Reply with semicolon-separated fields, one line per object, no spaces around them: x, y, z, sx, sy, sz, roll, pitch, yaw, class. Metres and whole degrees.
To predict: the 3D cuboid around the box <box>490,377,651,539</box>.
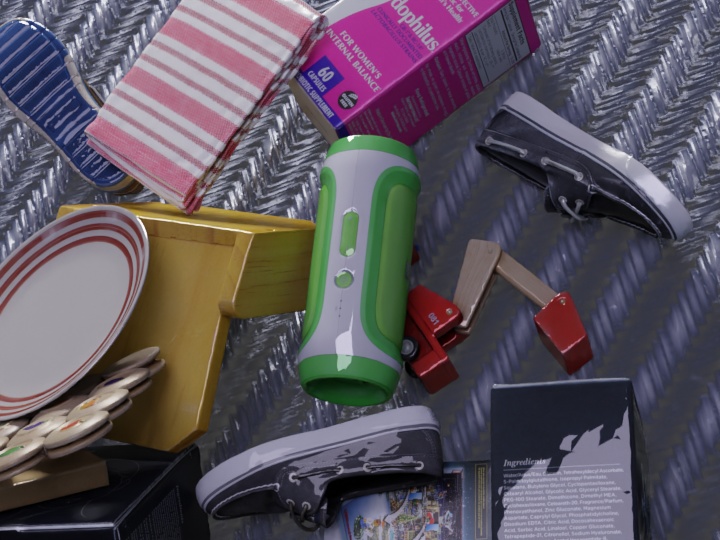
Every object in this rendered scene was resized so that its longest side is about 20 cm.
0.157;0.199;1.365;0.106;0.149;0.202;-5;67;12;box

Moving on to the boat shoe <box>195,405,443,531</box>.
-0.029;0.165;1.435;0.198;0.070;0.067;-16;62;3;boat shoe

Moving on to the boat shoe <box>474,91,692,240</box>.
0.177;-0.071;1.515;0.199;0.072;0.068;37;78;27;boat shoe

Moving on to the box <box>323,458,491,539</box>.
0.039;0.249;1.436;0.135;0.038;0.202;-4;67;13;box

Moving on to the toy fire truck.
0.081;0.022;1.513;0.140;0.049;0.201;-34;63;-2;toy fire truck

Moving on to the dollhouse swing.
-0.145;0.043;1.525;0.198;0.181;0.178;7;97;31;dollhouse swing

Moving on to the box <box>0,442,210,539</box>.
-0.236;0.217;1.416;0.198;0.197;0.125;-4;102;13;box

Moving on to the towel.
-0.130;-0.156;1.562;0.146;0.030;0.201;32;83;37;towel

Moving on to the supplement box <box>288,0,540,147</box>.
0.042;-0.188;1.583;0.199;0.104;0.101;-37;63;-4;supplement box

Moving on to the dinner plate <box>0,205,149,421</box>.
-0.238;0.035;1.449;0.199;0.024;0.202;-26;41;24;dinner plate

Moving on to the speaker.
0.000;0.000;1.468;0.087;0.089;0.202;1;68;15;speaker

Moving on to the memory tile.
-0.227;0.111;1.359;0.152;0.200;0.017;-22;99;13;memory tile

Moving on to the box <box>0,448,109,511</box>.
-0.307;0.157;1.393;0.198;0.163;0.022;-11;102;-28;box

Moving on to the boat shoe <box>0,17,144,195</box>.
-0.260;-0.137;1.654;0.072;0.072;0.201;-37;70;-1;boat shoe
